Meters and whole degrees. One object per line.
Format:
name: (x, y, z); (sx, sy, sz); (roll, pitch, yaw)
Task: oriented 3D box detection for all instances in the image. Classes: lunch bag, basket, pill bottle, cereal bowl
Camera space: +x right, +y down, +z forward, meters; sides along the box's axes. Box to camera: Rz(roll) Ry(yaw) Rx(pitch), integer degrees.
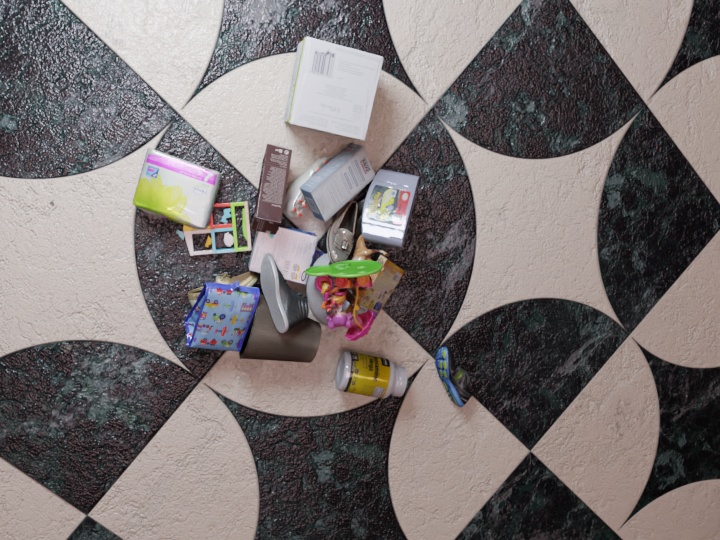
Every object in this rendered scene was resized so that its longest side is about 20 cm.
lunch bag: (-0.356, 0.108, 1.577); (0.147, 0.095, 0.202); (9, 129, -32)
basket: (-0.216, 0.173, 1.666); (0.195, 0.135, 0.186); (16, 85, -20)
pill bottle: (0.032, 0.307, 1.756); (0.194, 0.112, 0.116); (13, 99, -15)
cereal bowl: (-0.091, 0.050, 1.653); (0.081, 0.199, 0.207); (3, 103, 23)

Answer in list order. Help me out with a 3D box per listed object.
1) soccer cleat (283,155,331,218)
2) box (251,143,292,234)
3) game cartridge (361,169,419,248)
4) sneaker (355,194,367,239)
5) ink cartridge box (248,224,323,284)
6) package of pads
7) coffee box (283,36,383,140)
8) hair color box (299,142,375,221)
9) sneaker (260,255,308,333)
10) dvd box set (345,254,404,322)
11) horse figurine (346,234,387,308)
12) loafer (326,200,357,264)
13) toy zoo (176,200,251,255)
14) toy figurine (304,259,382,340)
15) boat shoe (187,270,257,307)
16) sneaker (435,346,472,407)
soccer cleat: (-0.149, -0.233, 1.633); (0.202, 0.077, 0.069); (-55, 143, -11)
box: (-0.229, -0.208, 1.562); (0.073, 0.100, 0.207); (9, 73, -14)
game cartridge: (0.075, -0.170, 1.620); (0.129, 0.041, 0.206); (11, 75, 17)
sneaker: (0.060, -0.173, 1.695); (0.196, 0.060, 0.106); (-27, 106, -2)
ink cartridge box: (-0.197, -0.047, 1.651); (0.194, 0.076, 0.141); (14, 99, -13)
package of pads: (-0.469, -0.203, 1.550); (0.194, 0.068, 0.159); (17, 88, -10)
coffee box: (-0.076, -0.454, 1.532); (0.193, 0.198, 0.206); (10, 101, -15)
hair color box: (-0.058, -0.236, 1.611); (0.199, 0.060, 0.100); (-43, 128, -19)
sneaker: (-0.199, 0.057, 1.609); (0.098, 0.070, 0.206); (-12, 83, -44)
dvd box set: (0.040, 0.063, 1.704); (0.029, 0.146, 0.203); (34, 94, 28)
horse figurine: (0.000, 0.000, 1.628); (0.049, 0.131, 0.204); (23, 95, -50)
loafer: (-0.045, -0.106, 1.617); (0.071, 0.204, 0.062); (34, 134, -32)
toy zoo: (-0.395, -0.112, 1.623); (0.193, 0.020, 0.136); (-5, 102, -12)
toy figurine: (-0.037, 0.084, 1.518); (0.193, 0.150, 0.190); (-3, 104, -2)
boat shoe: (-0.374, 0.046, 1.633); (0.196, 0.074, 0.068); (-27, 111, -6)
sneaker: (0.287, 0.316, 1.844); (0.081, 0.070, 0.204); (-30, 108, -19)
